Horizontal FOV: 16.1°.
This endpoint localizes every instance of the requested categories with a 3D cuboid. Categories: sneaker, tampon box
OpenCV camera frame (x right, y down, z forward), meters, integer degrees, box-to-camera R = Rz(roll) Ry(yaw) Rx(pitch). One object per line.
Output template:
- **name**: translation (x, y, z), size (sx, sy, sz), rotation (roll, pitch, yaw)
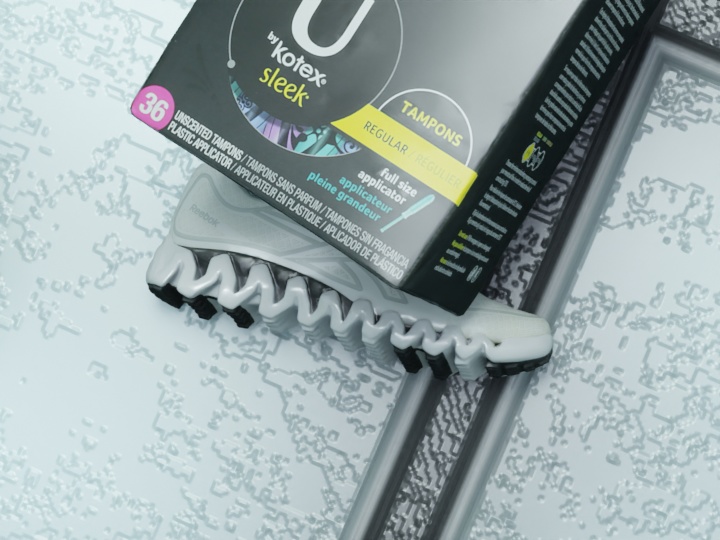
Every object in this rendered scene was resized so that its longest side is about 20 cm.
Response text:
- **sneaker**: translation (0.000, 0.000, 1.226), size (0.199, 0.075, 0.081), rotation (16, 79, 3)
- **tampon box**: translation (0.026, -0.106, 1.120), size (0.150, 0.126, 0.200), rotation (32, 92, 15)
